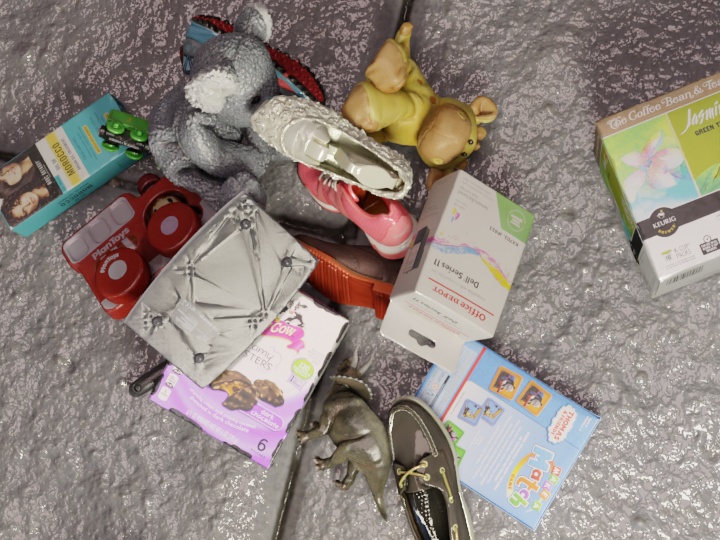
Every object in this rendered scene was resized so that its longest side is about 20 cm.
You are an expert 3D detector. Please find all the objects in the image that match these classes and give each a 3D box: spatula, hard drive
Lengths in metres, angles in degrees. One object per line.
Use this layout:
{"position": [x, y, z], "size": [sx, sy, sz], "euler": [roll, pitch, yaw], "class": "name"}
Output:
{"position": [-0.203, 0.096, 1.540], "size": [0.199, 0.021, 0.057], "euler": [-35, 83, 4], "class": "spatula"}
{"position": [-0.158, 0.020, 1.416], "size": [0.135, 0.042, 0.200], "euler": [42, 93, -17], "class": "hard drive"}

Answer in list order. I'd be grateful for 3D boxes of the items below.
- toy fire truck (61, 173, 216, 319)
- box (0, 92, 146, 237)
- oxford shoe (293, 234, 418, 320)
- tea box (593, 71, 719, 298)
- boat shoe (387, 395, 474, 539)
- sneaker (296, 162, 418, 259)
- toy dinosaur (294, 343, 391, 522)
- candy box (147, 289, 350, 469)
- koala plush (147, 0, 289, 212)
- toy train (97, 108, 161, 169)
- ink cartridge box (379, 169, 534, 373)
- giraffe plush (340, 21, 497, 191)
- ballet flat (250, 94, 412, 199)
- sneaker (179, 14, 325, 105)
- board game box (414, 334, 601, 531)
{"position": [-0.261, -0.038, 1.537], "size": [0.200, 0.112, 0.168], "euler": [-41, 58, 1], "class": "toy fire truck"}
{"position": [-0.375, -0.134, 1.593], "size": [0.199, 0.049, 0.083], "euler": [-34, 77, 3], "class": "box"}
{"position": [0.000, 0.000, 1.509], "size": [0.199, 0.072, 0.073], "euler": [27, 56, 17], "class": "oxford shoe"}
{"position": [0.389, -0.102, 1.412], "size": [0.198, 0.134, 0.199], "euler": [-22, 77, 6], "class": "tea box"}
{"position": [0.076, 0.243, 1.420], "size": [0.071, 0.060, 0.203], "euler": [-19, 94, 25], "class": "boat shoe"}
{"position": [-0.006, -0.100, 1.487], "size": [0.074, 0.087, 0.200], "euler": [-45, 58, -9], "class": "sneaker"}
{"position": [-0.008, 0.195, 1.457], "size": [0.102, 0.077, 0.201], "euler": [-33, 68, 21], "class": "toy dinosaur"}
{"position": [-0.130, 0.105, 1.488], "size": [0.167, 0.072, 0.201], "euler": [29, 87, 3], "class": "candy box"}
{"position": [-0.154, -0.195, 1.435], "size": [0.182, 0.201, 0.178], "euler": [26, 54, 5], "class": "koala plush"}
{"position": [-0.226, -0.148, 1.543], "size": [0.198, 0.057, 0.042], "euler": [18, 128, -10], "class": "toy train"}
{"position": [0.111, 0.003, 1.430], "size": [0.116, 0.067, 0.202], "euler": [28, 70, -20], "class": "ink cartridge box"}
{"position": [0.067, -0.176, 1.479], "size": [0.161, 0.200, 0.173], "euler": [35, 123, -2], "class": "giraffe plush"}
{"position": [-0.025, -0.132, 1.371], "size": [0.198, 0.072, 0.072], "euler": [22, 84, -19], "class": "ballet flat"}
{"position": [-0.136, -0.238, 1.568], "size": [0.199, 0.079, 0.096], "euler": [32, 115, 7], "class": "sneaker"}
{"position": [0.157, 0.184, 1.455], "size": [0.199, 0.037, 0.152], "euler": [32, 88, 14], "class": "board game box"}
